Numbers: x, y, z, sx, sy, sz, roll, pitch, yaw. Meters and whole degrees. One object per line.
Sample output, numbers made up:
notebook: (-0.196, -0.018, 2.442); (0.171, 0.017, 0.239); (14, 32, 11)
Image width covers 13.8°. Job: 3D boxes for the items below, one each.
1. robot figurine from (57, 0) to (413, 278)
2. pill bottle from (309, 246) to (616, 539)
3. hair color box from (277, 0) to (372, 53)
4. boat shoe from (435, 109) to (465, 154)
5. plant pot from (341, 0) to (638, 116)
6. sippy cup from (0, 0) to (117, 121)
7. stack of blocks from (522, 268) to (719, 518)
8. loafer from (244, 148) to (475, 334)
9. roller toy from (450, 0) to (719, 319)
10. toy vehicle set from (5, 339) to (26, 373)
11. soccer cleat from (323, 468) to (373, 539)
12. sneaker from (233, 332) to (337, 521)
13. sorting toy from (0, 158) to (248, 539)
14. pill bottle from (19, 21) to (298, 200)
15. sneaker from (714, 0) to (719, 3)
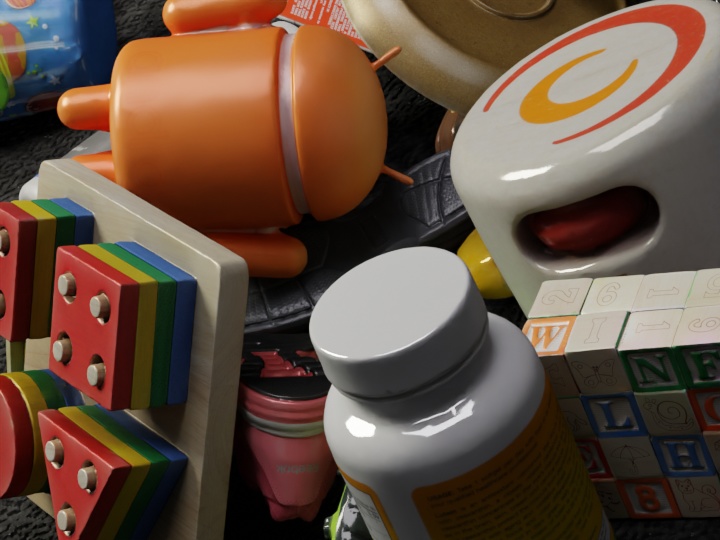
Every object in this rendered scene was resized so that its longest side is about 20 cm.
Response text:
robot figurine: (-0.071, -0.079, 1.706); (0.199, 0.117, 0.145); (-5, 53, 7)
pill bottle: (0.048, 0.090, 1.443); (0.110, 0.201, 0.111); (-17, 34, 12)
hair color box: (-0.014, -0.180, 1.886); (0.199, 0.111, 0.064); (24, 97, 28)
boat shoe: (0.097, -0.130, 1.833); (0.067, 0.072, 0.200); (-12, 31, 30)
plant pot: (0.083, -0.167, 1.777); (0.199, 0.028, 0.201); (12, 47, -13)
sippy cup: (-0.241, -0.163, 2.062); (0.129, 0.140, 0.179); (-4, 62, 12)
stack of blocks: (0.189, 0.060, 1.471); (0.199, 0.116, 0.059); (-4, 38, 28)
loafer: (0.000, 0.000, 1.741); (0.199, 0.063, 0.072); (-27, 50, 4)
roller toy: (0.152, -0.046, 1.620); (0.199, 0.140, 0.182); (-34, 23, -10)
toy vehicle set: (-0.147, 0.048, 1.701); (0.026, 0.125, 0.200); (-13, 24, -31)
soccer cleat: (0.048, 0.099, 1.559); (0.081, 0.068, 0.200); (10, 45, 29)
sneaker: (-0.050, 0.085, 1.635); (0.073, 0.087, 0.200); (0, 10, -6)
sorting toy: (-0.149, 0.063, 1.606); (0.069, 0.200, 0.200); (-6, 21, -34)
pill bottle: (-0.101, -0.060, 1.828); (0.200, 0.114, 0.114); (-37, 35, -18)
sneaker: (0.168, -0.189, 1.764); (0.104, 0.060, 0.201); (-19, 59, 6)
